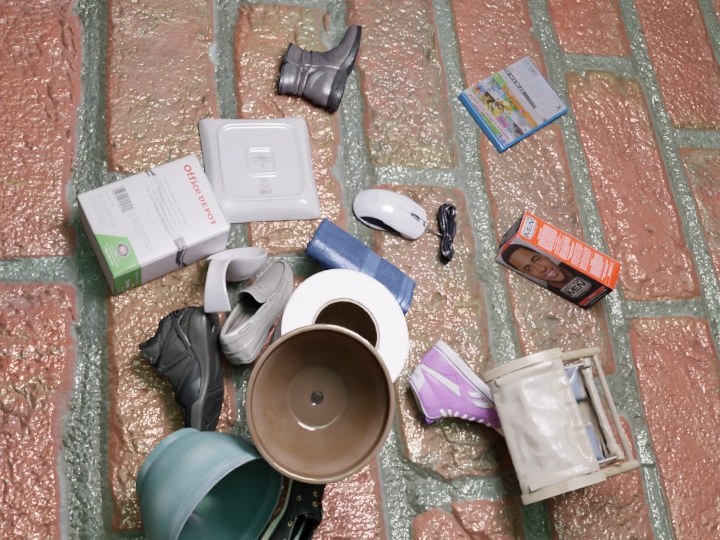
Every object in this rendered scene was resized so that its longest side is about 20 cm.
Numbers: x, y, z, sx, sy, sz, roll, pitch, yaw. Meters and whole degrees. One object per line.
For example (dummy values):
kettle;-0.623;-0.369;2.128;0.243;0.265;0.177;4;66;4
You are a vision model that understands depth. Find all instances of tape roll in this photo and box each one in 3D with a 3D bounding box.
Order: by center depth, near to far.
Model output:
tape roll;-0.038;0.119;1.210;0.197;0.140;0.208;7;65;-14

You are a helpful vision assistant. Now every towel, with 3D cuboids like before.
towel;0.000;0.000;1.300;0.198;0.049;0.112;35;24;-3

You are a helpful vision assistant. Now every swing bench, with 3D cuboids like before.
swing bench;0.312;0.235;1.225;0.198;0.128;0.204;6;62;-51

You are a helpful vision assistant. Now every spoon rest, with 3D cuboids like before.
spoon rest;-0.199;-0.003;1.206;0.096;0.062;0.201;-4;21;5

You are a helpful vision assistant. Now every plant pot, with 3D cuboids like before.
plant pot;-0.057;0.174;1.056;0.195;0.093;0.207;0;87;-8
plant pot;-0.219;0.300;1.064;0.133;0.203;0.200;31;58;29

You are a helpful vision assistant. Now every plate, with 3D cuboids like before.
plate;-0.172;-0.183;1.360;0.194;0.032;0.205;-3;69;-19

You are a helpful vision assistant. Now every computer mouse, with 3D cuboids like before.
computer mouse;0.082;-0.094;1.391;0.195;0.044;0.112;18;64;-9

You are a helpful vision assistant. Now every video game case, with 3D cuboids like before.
video game case;0.308;-0.336;1.579;0.198;0.018;0.145;-31;80;-26

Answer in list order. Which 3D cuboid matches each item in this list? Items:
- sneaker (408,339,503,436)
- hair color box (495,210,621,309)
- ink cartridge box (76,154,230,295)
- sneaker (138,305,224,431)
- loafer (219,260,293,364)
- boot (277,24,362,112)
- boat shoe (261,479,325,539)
sneaker;0.161;0.223;1.275;0.200;0.073;0.115;43;82;-1
hair color box;0.351;-0.016;1.407;0.196;0.102;0.062;28;62;-2
ink cartridge box;-0.323;-0.074;1.238;0.196;0.085;0.148;-23;75;-24
sneaker;-0.265;0.156;1.168;0.111;0.076;0.206;-3;91;17
loafer;-0.160;0.052;1.221;0.068;0.071;0.203;-6;41;27
boot;-0.076;-0.399;1.466;0.128;0.070;0.204;19;59;-2
boat shoe;-0.079;0.343;1.129;0.062;0.074;0.205;10;62;33
